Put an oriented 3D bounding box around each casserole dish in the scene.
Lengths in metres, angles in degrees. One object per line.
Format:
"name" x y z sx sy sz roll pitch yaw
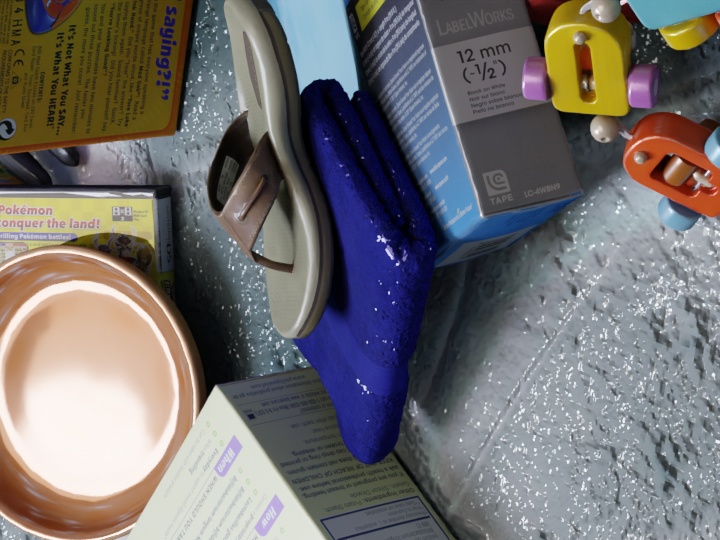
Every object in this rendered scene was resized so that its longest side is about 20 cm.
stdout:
"casserole dish" -0.032 -0.157 1.475 0.121 0.039 0.200 -20 81 55

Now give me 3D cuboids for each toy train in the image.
"toy train" 0.168 -0.111 1.227 0.150 0.056 0.200 22 140 -4

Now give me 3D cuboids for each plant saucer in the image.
"plant saucer" -0.188 0.082 1.626 0.200 0.037 0.201 2 96 23

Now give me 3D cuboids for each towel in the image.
"towel" 0.000 0.000 1.419 0.200 0.049 0.148 100 147 -51

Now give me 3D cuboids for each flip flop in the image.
"flip flop" -0.060 -0.057 1.376 0.081 0.057 0.200 -151 48 -63

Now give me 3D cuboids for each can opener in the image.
"can opener" -0.269 -0.122 1.736 0.200 0.079 0.063 34 88 33

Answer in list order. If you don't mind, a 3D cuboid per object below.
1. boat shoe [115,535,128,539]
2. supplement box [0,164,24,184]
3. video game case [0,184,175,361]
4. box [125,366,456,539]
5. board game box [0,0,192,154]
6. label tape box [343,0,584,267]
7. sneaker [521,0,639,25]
"boat shoe" -0.141 0.252 1.647 0.070 0.071 0.200 -9 87 46
"supplement box" -0.291 0.017 1.769 0.066 0.069 0.200 31 115 37
"video game case" -0.217 0.032 1.670 0.200 0.025 0.181 1 99 24
"box" -0.038 0.193 1.509 0.200 0.097 0.176 53 130 28
"board game box" -0.244 -0.203 1.582 0.200 0.200 0.200 27 116 41
"label tape box" 0.049 -0.114 1.346 0.143 0.066 0.200 138 119 -74
"sneaker" 0.154 -0.209 1.272 0.200 0.078 0.116 -26 60 46
